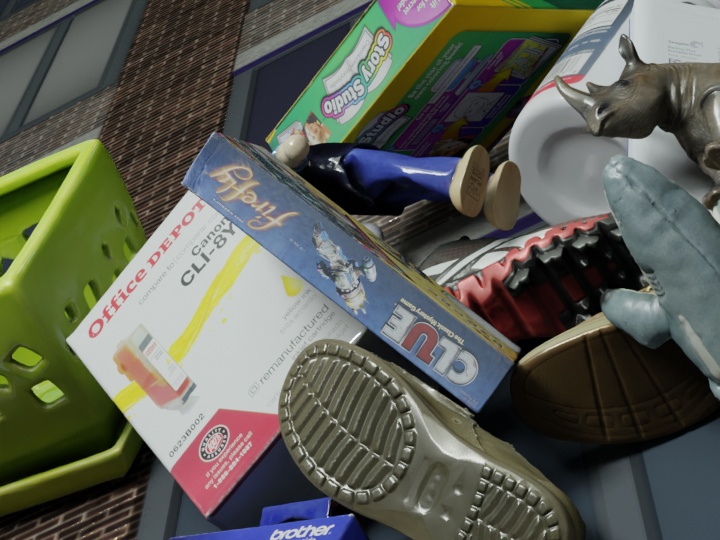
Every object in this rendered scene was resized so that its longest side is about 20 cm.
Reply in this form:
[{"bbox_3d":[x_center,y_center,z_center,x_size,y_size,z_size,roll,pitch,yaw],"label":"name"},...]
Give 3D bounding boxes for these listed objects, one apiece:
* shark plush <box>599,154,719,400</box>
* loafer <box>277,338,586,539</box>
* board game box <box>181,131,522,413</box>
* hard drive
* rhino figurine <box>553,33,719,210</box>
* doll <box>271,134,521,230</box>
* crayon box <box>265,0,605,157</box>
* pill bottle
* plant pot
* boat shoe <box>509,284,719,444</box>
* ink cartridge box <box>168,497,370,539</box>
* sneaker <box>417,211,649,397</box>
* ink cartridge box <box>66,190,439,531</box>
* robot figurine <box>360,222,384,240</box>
[{"bbox_3d":[0.181,0.033,0.845,0.090,0.083,0.201,-27,63,0],"label":"shark plush"},{"bbox_3d":[0.036,0.105,0.904,0.199,0.067,0.076,37,95,35],"label":"loafer"},{"bbox_3d":[0.000,0.000,0.976,0.035,0.199,0.135,-53,-6,5],"label":"board game box"},{"bbox_3d":[0.223,-0.083,1.033,0.130,0.026,0.201,9,45,1],"label":"hard drive"},{"bbox_3d":[0.201,-0.079,0.961,0.198,0.060,0.088,13,49,-1],"label":"rhino figurine"},{"bbox_3d":[-0.004,-0.057,1.108,0.198,0.136,0.049,3,80,36],"label":"doll"},{"bbox_3d":[0.055,-0.137,1.237,0.171,0.059,0.200,-6,-32,-44],"label":"crayon box"},{"bbox_3d":[0.189,-0.118,1.164,0.119,0.120,0.200,-9,31,41],"label":"pill bottle"},{"bbox_3d":[-0.243,0.055,1.257,0.197,0.182,0.201,-20,26,24],"label":"plant pot"},{"bbox_3d":[0.176,0.037,0.944,0.198,0.072,0.065,-17,20,7],"label":"boat shoe"},{"bbox_3d":[-0.063,0.201,0.890,0.135,0.077,0.200,-13,27,35],"label":"ink cartridge box"},{"bbox_3d":[0.093,0.008,1.087,0.199,0.071,0.098,-27,26,13],"label":"sneaker"},{"bbox_3d":[-0.071,0.054,1.058,0.145,0.083,0.200,-49,45,1],"label":"ink cartridge box"},{"bbox_3d":[-0.065,0.003,1.234,0.169,0.114,0.199,-28,19,-30],"label":"robot figurine"}]
